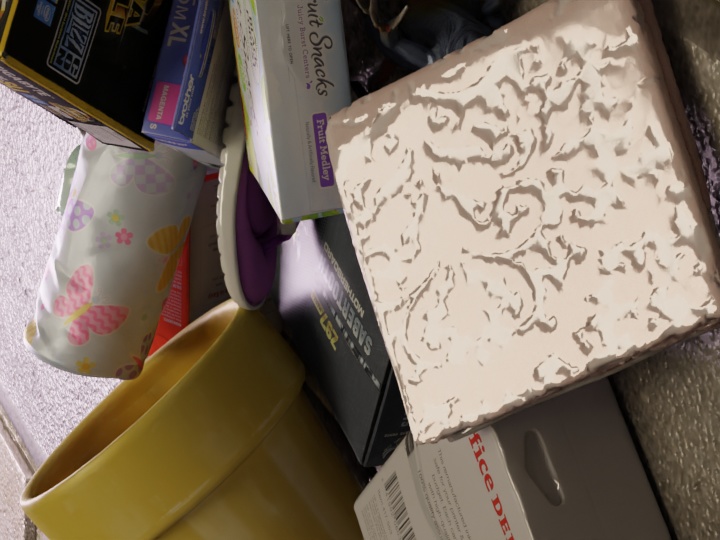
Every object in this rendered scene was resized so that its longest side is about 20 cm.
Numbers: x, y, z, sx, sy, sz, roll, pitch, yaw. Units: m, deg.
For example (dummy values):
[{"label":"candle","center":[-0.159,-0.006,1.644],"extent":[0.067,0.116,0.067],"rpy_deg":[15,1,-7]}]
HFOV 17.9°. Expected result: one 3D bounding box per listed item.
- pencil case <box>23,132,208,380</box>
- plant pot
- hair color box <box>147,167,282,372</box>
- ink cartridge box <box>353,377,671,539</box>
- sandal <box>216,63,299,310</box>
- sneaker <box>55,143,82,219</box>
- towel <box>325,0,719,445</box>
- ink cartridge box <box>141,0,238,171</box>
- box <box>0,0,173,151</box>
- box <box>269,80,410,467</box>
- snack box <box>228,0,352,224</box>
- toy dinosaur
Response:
[{"label":"pencil case","center":[-0.162,-0.028,1.515],"extent":[0.091,0.083,0.200],"rpy_deg":[20,104,16]},{"label":"plant pot","center":[-0.087,0.150,1.497],"extent":[0.189,0.201,0.201],"rpy_deg":[47,157,-10]},{"label":"hair color box","center":[-0.107,0.017,1.620],"extent":[0.061,0.101,0.200],"rpy_deg":[18,115,38]},{"label":"ink cartridge box","center":[0.081,0.149,1.276],"extent":[0.200,0.086,0.147],"rpy_deg":[-55,48,54]},{"label":"sandal","center":[-0.052,-0.070,1.423],"extent":[0.050,0.082,0.203],"rpy_deg":[9,105,19]},{"label":"sneaker","center":[-0.166,-0.015,1.711],"extent":[0.118,0.074,0.201],"rpy_deg":[26,142,26]},{"label":"towel","center":[0.085,-0.030,1.168],"extent":[0.200,0.032,0.191],"rpy_deg":[-25,74,31]},{"label":"ink cartridge box","center":[-0.085,-0.127,1.437],"extent":[0.200,0.042,0.119],"rpy_deg":[26,-103,-75]},{"label":"box","center":[-0.157,-0.192,1.370],"extent":[0.049,0.160,0.200],"rpy_deg":[8,77,33]},{"label":"box","center":[0.000,0.000,1.450],"extent":[0.200,0.051,0.158],"rpy_deg":[-119,32,-42]},{"label":"snack box","center":[-0.043,-0.141,1.298],"extent":[0.142,0.053,0.200],"rpy_deg":[-128,30,-72]},{"label":"toy dinosaur","center":[0.064,-0.134,1.289],"extent":[0.182,0.105,0.200],"rpy_deg":[52,177,33]}]
